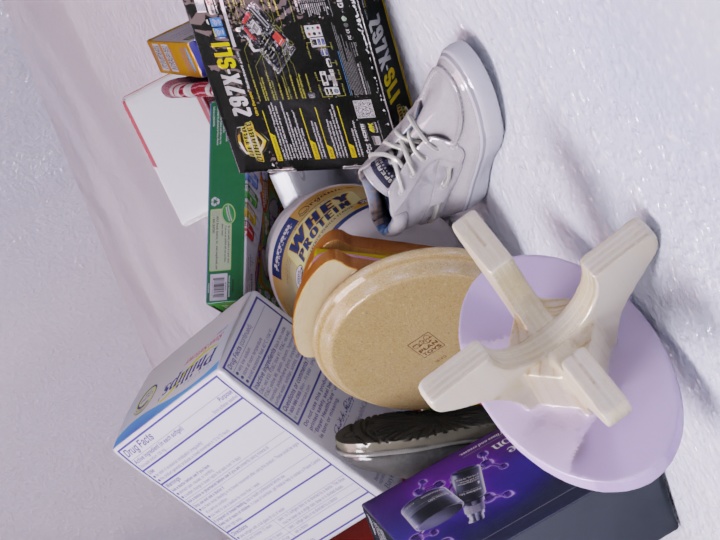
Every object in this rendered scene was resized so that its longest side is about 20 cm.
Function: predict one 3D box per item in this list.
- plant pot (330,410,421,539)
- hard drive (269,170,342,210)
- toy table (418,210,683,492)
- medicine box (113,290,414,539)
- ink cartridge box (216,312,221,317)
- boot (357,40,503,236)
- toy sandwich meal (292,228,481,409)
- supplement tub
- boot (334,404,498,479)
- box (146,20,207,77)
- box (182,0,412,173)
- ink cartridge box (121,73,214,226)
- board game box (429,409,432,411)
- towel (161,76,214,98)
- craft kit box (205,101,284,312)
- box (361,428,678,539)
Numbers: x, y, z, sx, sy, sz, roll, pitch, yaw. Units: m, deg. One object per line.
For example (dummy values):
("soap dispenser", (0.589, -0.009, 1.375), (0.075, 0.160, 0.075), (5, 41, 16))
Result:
("plant pot", (0.041, 0.279, 1.699), (0.200, 0.176, 0.200), (62, 179, -22))
("hard drive", (-0.025, -0.027, 1.797), (0.201, 0.027, 0.132), (66, -161, -15))
("toy table", (0.129, 0.049, 1.232), (0.200, 0.184, 0.117), (39, 171, 32))
("medicine box", (-0.083, 0.145, 1.614), (0.200, 0.103, 0.182), (39, 135, -15))
("ink cartridge box", (-0.074, 0.075, 1.984), (0.145, 0.084, 0.200), (62, -164, -10))
("boot", (0.049, -0.090, 1.395), (0.074, 0.095, 0.200), (56, 164, 26))
("toy sandwich meal", (0.042, 0.035, 1.487), (0.206, 0.204, 0.070), (78, -179, -46))
("supplement tub", (0.000, 0.000, 1.637), (0.145, 0.144, 0.200), (67, 165, -17))
("boot", (0.068, 0.219, 1.529), (0.073, 0.181, 0.201), (-124, 33, -70))
("box", (-0.123, -0.224, 1.727), (0.042, 0.119, 0.200), (67, 166, -17))
("box", (-0.051, -0.177, 1.499), (0.159, 0.049, 0.201), (0, 124, 28))
("ink cartridge box", (-0.154, -0.140, 1.904), (0.145, 0.083, 0.200), (64, -166, -4))
("board game box", (0.106, 0.149, 1.725), (0.201, 0.047, 0.102), (61, 166, 7))
("towel", (-0.093, -0.171, 1.678), (0.200, 0.143, 0.023), (-164, 70, -71))
("craft kit box", (-0.092, -0.041, 1.777), (0.197, 0.048, 0.201), (40, -133, -68))
("box", (0.123, 0.192, 1.425), (0.141, 0.199, 0.079), (39, 153, 58))
